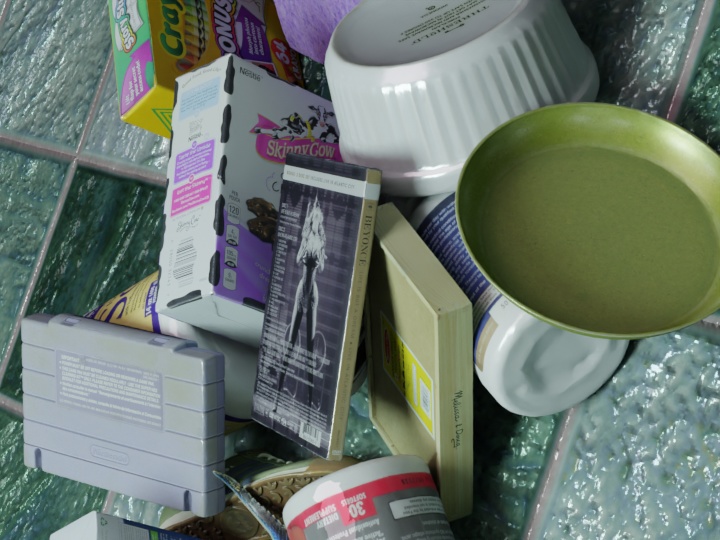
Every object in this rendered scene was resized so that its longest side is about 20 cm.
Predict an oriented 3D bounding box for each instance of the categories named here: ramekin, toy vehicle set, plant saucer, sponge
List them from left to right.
[{"bbox_3d":[-0.011,-0.210,1.560,0.030,0.112,0.200,-30,35,-22],"label":"sponge"},{"bbox_3d":[0.040,0.067,1.342,0.124,0.026,0.201,-126,25,-45],"label":"toy vehicle set"},{"bbox_3d":[0.066,-0.148,1.372,0.201,0.095,0.203,-17,30,10],"label":"ramekin"},{"bbox_3d":[0.159,-0.028,1.251,0.031,0.198,0.201,96,161,-50],"label":"plant saucer"}]

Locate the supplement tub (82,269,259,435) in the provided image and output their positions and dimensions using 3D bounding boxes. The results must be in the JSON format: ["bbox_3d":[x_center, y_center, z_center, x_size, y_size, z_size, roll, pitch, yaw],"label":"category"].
[{"bbox_3d":[-0.159,0.080,1.565,0.199,0.145,0.146,-29,54,37],"label":"supplement tub"}]

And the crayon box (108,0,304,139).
[{"bbox_3d":[-0.131,-0.194,1.631,0.058,0.172,0.201,-35,50,33],"label":"crayon box"}]

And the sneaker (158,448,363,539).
[{"bbox_3d":[-0.074,0.168,1.489,0.199,0.067,0.090,-22,28,24],"label":"sneaker"}]

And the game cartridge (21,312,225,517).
[{"bbox_3d":[-0.185,0.107,1.477,0.199,0.038,0.131,10,101,36],"label":"game cartridge"}]

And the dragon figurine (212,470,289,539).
[{"bbox_3d":[-0.034,0.224,1.395,0.099,0.059,0.201,-32,75,47],"label":"dragon figurine"}]

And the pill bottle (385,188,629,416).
[{"bbox_3d":[0.096,0.000,1.338,0.111,0.111,0.200,-54,42,17],"label":"pill bottle"}]

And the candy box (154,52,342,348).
[{"bbox_3d":[-0.070,-0.045,1.500,0.071,0.167,0.202,-18,61,42],"label":"candy box"}]

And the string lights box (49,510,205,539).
[{"bbox_3d":[-0.133,0.254,1.417,0.059,0.199,0.103,-30,53,36],"label":"string lights box"}]

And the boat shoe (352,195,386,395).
[{"bbox_3d":[-0.003,-0.001,1.439,0.073,0.068,0.200,19,61,13],"label":"boat shoe"}]

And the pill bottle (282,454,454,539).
[{"bbox_3d":[0.026,0.237,1.301,0.110,0.110,0.201,-34,66,34],"label":"pill bottle"}]

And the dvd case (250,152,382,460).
[{"bbox_3d":[-0.033,0.021,1.356,0.149,0.016,0.202,-163,79,-65],"label":"dvd case"}]
